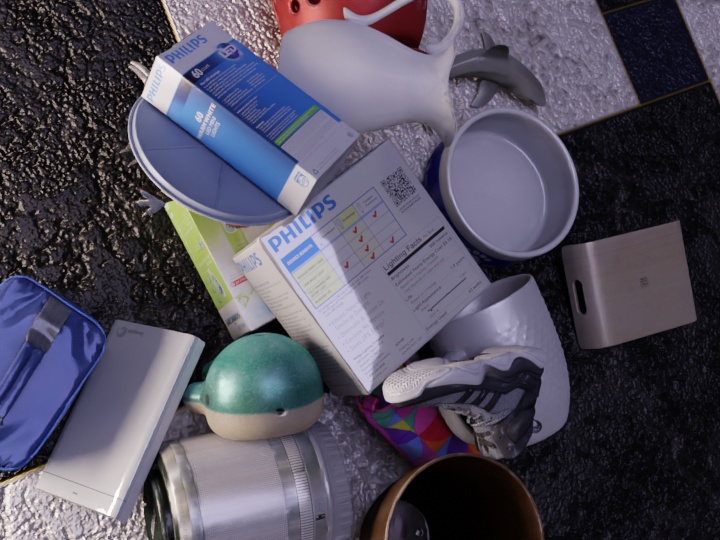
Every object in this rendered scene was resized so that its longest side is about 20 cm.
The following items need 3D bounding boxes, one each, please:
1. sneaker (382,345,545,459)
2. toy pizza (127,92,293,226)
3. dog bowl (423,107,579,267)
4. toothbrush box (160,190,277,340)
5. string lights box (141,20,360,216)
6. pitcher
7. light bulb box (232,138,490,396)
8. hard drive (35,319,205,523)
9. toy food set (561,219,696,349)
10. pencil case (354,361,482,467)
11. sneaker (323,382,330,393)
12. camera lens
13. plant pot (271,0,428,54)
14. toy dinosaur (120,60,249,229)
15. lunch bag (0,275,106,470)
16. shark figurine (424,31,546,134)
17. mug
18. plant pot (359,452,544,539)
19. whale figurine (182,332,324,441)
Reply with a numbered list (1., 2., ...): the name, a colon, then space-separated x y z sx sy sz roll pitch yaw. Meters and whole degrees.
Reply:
1. sneaker: 0.118 0.148 1.051 0.198 0.075 0.115 -8 94 -29
2. toy pizza: -0.144 -0.120 1.024 0.198 0.032 0.202 18 46 -19
3. dog bowl: 0.186 -0.108 1.318 0.198 0.079 0.203 5 77 -21
4. toothbrush box: -0.126 -0.043 1.177 0.145 0.086 0.202 -27 90 -24
5. string lights box: -0.110 -0.158 1.012 0.199 0.059 0.103 38 43 2
6. pitcher: 0.012 -0.231 1.085 0.197 0.121 0.174 6 90 -2
7. light bulb box: 0.000 0.000 1.103 0.198 0.125 0.201 -39 97 -22
8. hard drive: -0.257 0.155 1.063 0.027 0.131 0.202 45 60 -48
9. toy food set: 0.377 0.017 1.385 0.198 0.060 0.145 -13 95 -22
10. pencil case: 0.074 0.190 1.171 0.089 0.088 0.200 -53 123 -23
11. sneaker: -0.014 0.071 1.215 0.199 0.071 0.094 -33 74 -22
12. camera lens: -0.126 0.251 1.070 0.198 0.160 0.162 -7 81 -23
13. plant pot: -0.012 -0.312 1.226 0.198 0.200 0.185 -4 88 -22
14. toy dinosaur: -0.196 -0.135 1.112 0.199 0.105 0.182 34 39 -14
15. lunch bag: -0.363 0.113 1.021 0.135 0.132 0.201 33 68 -11
16. shark figurine: 0.158 -0.273 1.341 0.212 0.089 0.130 -15 83 -26
17. mug: 0.158 0.124 1.175 0.199 0.147 0.177 -30 98 -44
18. plant pot: 0.075 0.305 1.115 0.185 0.200 0.190 5 76 -21
19. whale figurine: -0.117 0.112 1.080 0.157 0.200 0.105 -7 102 -20
